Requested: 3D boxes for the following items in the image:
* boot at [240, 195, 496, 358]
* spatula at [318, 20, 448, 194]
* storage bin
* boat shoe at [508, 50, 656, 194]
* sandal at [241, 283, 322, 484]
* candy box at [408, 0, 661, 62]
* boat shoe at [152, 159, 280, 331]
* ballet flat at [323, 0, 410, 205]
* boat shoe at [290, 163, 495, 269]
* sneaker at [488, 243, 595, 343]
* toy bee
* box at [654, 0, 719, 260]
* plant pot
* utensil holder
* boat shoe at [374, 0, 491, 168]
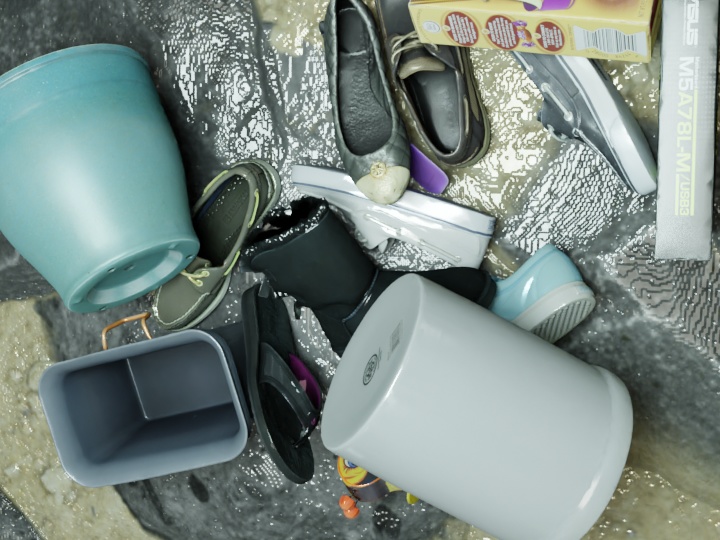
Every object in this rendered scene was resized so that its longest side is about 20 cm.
[{"bbox_3d":[0.001,-0.001,0.947,0.198,0.074,0.163,-20,122,37],"label":"boot"},{"bbox_3d":[0.017,-0.154,0.987,0.020,0.057,0.201,-29,80,-15],"label":"spatula"},{"bbox_3d":[-0.189,0.108,1.030,0.199,0.134,0.146,-15,97,17],"label":"storage bin"},{"bbox_3d":[0.187,-0.144,0.918,0.068,0.072,0.201,-35,81,24],"label":"boat shoe"},{"bbox_3d":[-0.071,0.099,0.992,0.048,0.075,0.201,-26,63,24],"label":"sandal"},{"bbox_3d":[0.151,-0.242,0.877,0.199,0.057,0.117,9,67,22],"label":"candy box"},{"bbox_3d":[-0.153,-0.022,1.042,0.072,0.060,0.202,37,106,9],"label":"boat shoe"},{"bbox_3d":[-0.002,-0.153,0.938,0.066,0.057,0.201,-16,76,10],"label":"ballet flat"},{"bbox_3d":[0.023,-0.048,0.979,0.199,0.074,0.066,18,98,15],"label":"boat shoe"},{"bbox_3d":[0.122,0.050,0.976,0.200,0.074,0.082,-36,56,23],"label":"sneaker"},{"bbox_3d":[0.026,0.185,0.993,0.199,0.109,0.131,-12,138,36],"label":"toy bee"},{"bbox_3d":[0.260,-0.114,0.833,0.047,0.200,0.194,0,96,18],"label":"box"},{"bbox_3d":[-0.246,-0.073,0.975,0.200,0.200,0.189,-34,78,18],"label":"plant pot"},{"bbox_3d":[0.090,0.117,0.862,0.199,0.170,0.170,27,106,-14],"label":"utensil holder"},{"bbox_3d":[0.063,-0.189,0.948,0.074,0.073,0.201,-24,90,18],"label":"boat shoe"}]
